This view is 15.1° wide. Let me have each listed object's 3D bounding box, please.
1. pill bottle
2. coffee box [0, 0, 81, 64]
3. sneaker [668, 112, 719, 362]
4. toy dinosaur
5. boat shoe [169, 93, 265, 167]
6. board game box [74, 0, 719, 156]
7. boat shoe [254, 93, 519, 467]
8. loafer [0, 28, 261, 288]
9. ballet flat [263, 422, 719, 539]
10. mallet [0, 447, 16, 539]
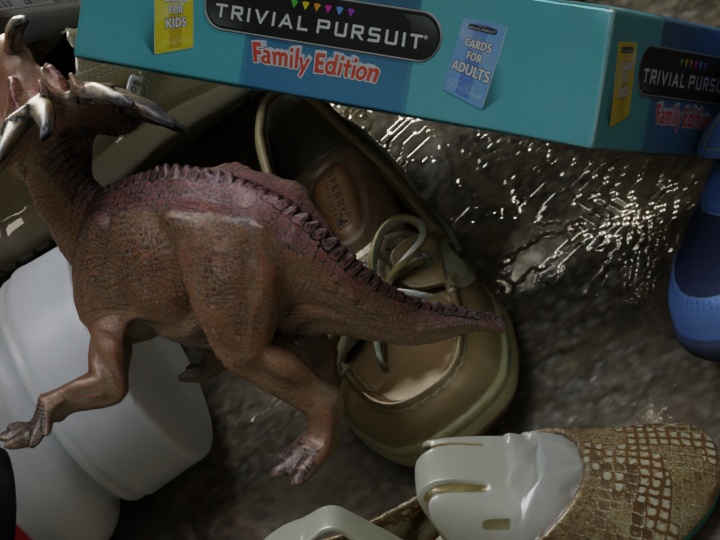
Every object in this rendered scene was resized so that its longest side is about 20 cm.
[{"bbox_3d":[-0.163,0.080,1.026,0.200,0.114,0.114,-32,34,11],"label":"pill bottle"},{"bbox_3d":[-0.180,-0.089,1.098,0.113,0.080,0.200,-48,-7,19],"label":"coffee box"},{"bbox_3d":[0.154,-0.058,0.915,0.074,0.082,0.200,8,57,46],"label":"sneaker"},{"bbox_3d":[-0.056,-0.010,0.909,0.199,0.136,0.086,7,25,24],"label":"toy dinosaur"},{"bbox_3d":[-0.104,-0.021,1.139,0.200,0.072,0.068,-56,12,-28],"label":"boat shoe"},{"bbox_3d":[0.025,-0.079,0.956,0.199,0.151,0.047,11,96,27],"label":"board game box"},{"bbox_3d":[0.000,0.000,1.009,0.073,0.063,0.200,-36,34,3],"label":"boat shoe"},{"bbox_3d":[-0.092,-0.072,1.078,0.200,0.068,0.076,-40,4,-30],"label":"loafer"},{"bbox_3d":[0.020,0.094,0.878,0.200,0.065,0.071,-31,34,12],"label":"ballet flat"},{"bbox_3d":[-0.171,0.013,0.937,0.066,0.041,0.200,-9,62,-21],"label":"mallet"}]
